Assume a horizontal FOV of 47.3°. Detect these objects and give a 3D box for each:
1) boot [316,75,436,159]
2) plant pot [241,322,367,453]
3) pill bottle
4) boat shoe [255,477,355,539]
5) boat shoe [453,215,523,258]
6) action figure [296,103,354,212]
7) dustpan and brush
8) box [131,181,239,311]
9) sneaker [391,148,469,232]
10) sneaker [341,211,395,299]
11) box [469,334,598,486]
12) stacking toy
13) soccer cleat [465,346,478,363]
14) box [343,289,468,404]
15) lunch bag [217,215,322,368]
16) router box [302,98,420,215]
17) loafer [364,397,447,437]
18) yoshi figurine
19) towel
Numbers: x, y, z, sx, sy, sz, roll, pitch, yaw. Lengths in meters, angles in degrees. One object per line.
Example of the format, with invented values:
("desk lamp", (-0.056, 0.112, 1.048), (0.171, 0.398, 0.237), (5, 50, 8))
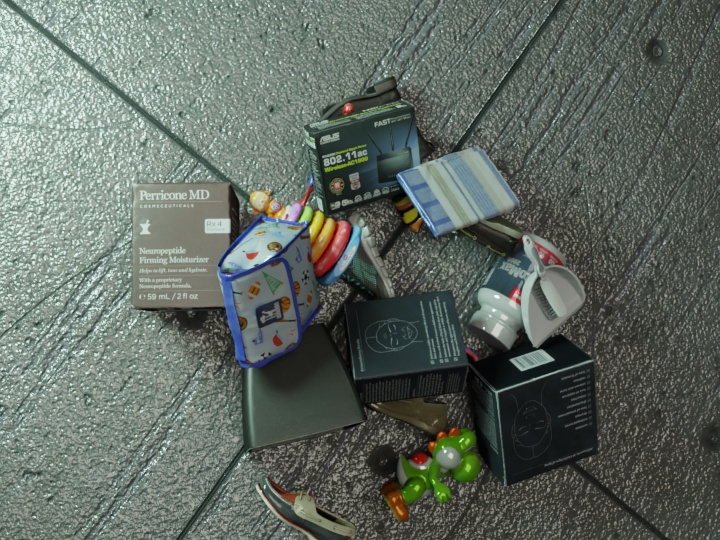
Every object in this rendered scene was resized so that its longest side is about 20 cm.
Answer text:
("boot", (0.028, -0.246, 1.525), (0.197, 0.069, 0.177), (-27, 100, -6))
("plant pot", (-0.114, 0.198, 1.403), (0.196, 0.200, 0.181), (-10, 78, -12))
("pill bottle", (0.287, 0.041, 1.531), (0.119, 0.119, 0.202), (33, 80, -8))
("boat shoe", (-0.096, 0.421, 1.441), (0.199, 0.071, 0.063), (41, 94, -13))
("boat shoe", (0.193, -0.086, 1.487), (0.198, 0.072, 0.061), (25, 111, -1))
("action figure", (-0.056, -0.205, 1.481), (0.064, 0.052, 0.203), (20, 105, -18))
("dustpan and brush", (0.322, 0.022, 1.447), (0.139, 0.057, 0.202), (-38, 106, -17))
("box", (-0.289, -0.034, 1.378), (0.162, 0.164, 0.205), (-1, 86, -4))
("sneaker", (0.156, -0.151, 1.550), (0.198, 0.070, 0.091), (-34, 109, -12))
("sneaker", (0.000, 0.000, 1.504), (0.090, 0.078, 0.203), (-24, 85, -2))
("box", (0.314, 0.250, 1.488), (0.196, 0.124, 0.200), (-15, 112, -13))
("stacking toy", (-0.103, -0.073, 1.398), (0.198, 0.110, 0.117), (35, 83, -15))
("soccer cleat", (0.121, 0.152, 1.510), (0.196, 0.073, 0.070), (10, 84, -12))
("box", (0.075, 0.135, 1.428), (0.195, 0.108, 0.151), (-6, 57, -4))
("lunch bag", (-0.147, 0.034, 1.302), (0.121, 0.200, 0.173), (5, 119, 24))
("router box", (0.008, -0.201, 1.447), (0.197, 0.062, 0.153), (-18, 117, -17))
("loafer", (0.076, 0.240, 1.498), (0.197, 0.076, 0.069), (26, 80, -19))
("yoshi figurine", (0.140, 0.374, 1.477), (0.199, 0.112, 0.113), (-38, 52, -4))
("towel", (0.173, -0.141, 1.451), (0.197, 0.024, 0.148), (-21, 66, -28))
